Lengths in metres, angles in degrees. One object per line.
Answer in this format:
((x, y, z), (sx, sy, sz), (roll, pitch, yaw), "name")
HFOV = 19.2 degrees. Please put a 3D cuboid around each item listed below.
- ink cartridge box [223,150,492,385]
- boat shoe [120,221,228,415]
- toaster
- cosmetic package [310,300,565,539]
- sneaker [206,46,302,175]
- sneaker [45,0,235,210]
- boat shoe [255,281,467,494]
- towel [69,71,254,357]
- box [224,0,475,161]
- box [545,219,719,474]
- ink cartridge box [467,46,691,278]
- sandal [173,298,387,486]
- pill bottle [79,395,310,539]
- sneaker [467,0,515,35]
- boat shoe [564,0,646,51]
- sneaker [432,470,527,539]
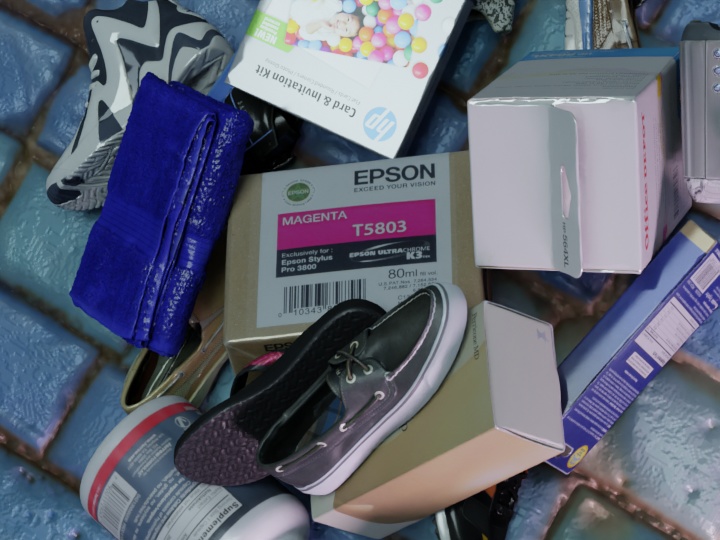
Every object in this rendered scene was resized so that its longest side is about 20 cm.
((0.000, 0.000, 1.624), (0.199, 0.075, 0.165), (-7, 53, 8), "ink cartridge box")
((-0.128, 0.035, 1.707), (0.071, 0.076, 0.201), (23, 82, 26), "boat shoe")
((0.296, -0.113, 1.545), (0.113, 0.200, 0.130), (4, 95, 22), "toaster")
((0.050, 0.111, 1.538), (0.200, 0.071, 0.106), (-33, 50, 40), "cosmetic package")
((-0.101, -0.096, 1.737), (0.078, 0.070, 0.201), (29, 87, 29), "sneaker")
((-0.206, -0.153, 1.790), (0.199, 0.079, 0.130), (-48, 54, 15), "sneaker")
((0.000, 0.083, 1.506), (0.200, 0.056, 0.069), (-51, 39, 24), "boat shoe")
((-0.163, -0.047, 1.670), (0.147, 0.049, 0.201), (26, 98, 48), "towel")
((0.003, -0.206, 1.674), (0.155, 0.041, 0.201), (26, 95, 13), "box")
((0.195, 0.059, 1.560), (0.032, 0.121, 0.200), (41, 92, 23), "box")
((0.158, -0.080, 1.548), (0.125, 0.200, 0.129), (1, 106, 21), "ink cartridge box")
((-0.056, 0.087, 1.567), (0.200, 0.075, 0.045), (-41, 34, 15), "sandal")
((-0.109, 0.200, 1.636), (0.200, 0.120, 0.120), (39, 91, 23), "pill bottle")
((0.040, -0.220, 1.720), (0.199, 0.077, 0.089), (-1, 84, 22), "sneaker")
((0.198, -0.231, 1.668), (0.072, 0.072, 0.201), (-2, 86, 15), "boat shoe")
((0.103, 0.138, 1.601), (0.090, 0.070, 0.201), (-9, 71, 21), "sneaker")
